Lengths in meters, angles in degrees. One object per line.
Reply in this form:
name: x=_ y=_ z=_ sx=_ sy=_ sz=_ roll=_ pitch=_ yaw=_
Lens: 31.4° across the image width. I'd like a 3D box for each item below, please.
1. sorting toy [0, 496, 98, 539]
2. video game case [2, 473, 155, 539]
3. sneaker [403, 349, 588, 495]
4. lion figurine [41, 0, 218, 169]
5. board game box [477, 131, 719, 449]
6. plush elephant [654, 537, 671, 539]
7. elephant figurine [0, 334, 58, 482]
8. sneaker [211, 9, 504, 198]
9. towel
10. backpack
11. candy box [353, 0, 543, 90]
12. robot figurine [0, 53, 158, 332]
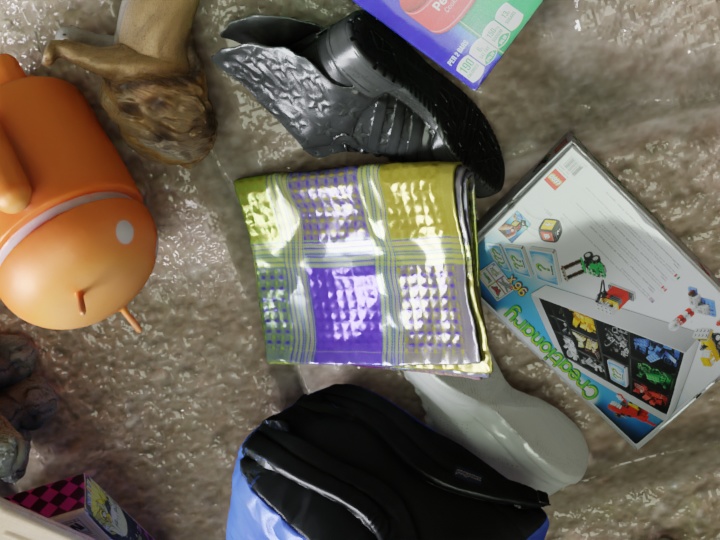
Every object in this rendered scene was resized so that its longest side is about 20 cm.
sorting toy: x=-0.266 y=0.205 z=0.879 sx=0.183 sy=0.037 sz=0.200 roll=-23 pitch=141 yaw=17
video game case: x=-0.254 y=0.235 z=0.979 sx=0.198 sy=0.036 sz=0.182 roll=-18 pitch=139 yaw=11
sneaker: x=0.068 y=0.098 z=0.931 sx=0.200 sy=0.075 sz=0.088 roll=45 pitch=133 yaw=-5
lion figurine: x=-0.134 y=-0.173 z=0.845 sx=0.121 sy=0.073 sz=0.202 roll=16 pitch=107 yaw=-9
board game box: x=0.172 y=0.017 z=0.903 sx=0.200 sy=0.035 sz=0.126 roll=43 pitch=107 yaw=-10
plush elephant: x=0.159 y=0.317 z=0.957 sx=0.153 sy=0.200 sz=0.166 roll=2 pitch=119 yaw=24
elephant figurine: x=-0.301 y=0.113 z=0.890 sx=0.141 sy=0.200 sz=0.156 roll=33 pitch=103 yaw=-6
sneaker: x=0.002 y=-0.106 z=0.861 sx=0.104 sy=0.060 sz=0.200 roll=-23 pitch=128 yaw=37
towel: x=0.000 y=0.000 z=0.869 sx=0.198 sy=0.023 sz=0.146 roll=2 pitch=105 yaw=35
backpack: x=-0.001 y=0.193 z=0.895 sx=0.199 sy=0.162 sz=0.169 roll=36 pitch=130 yaw=26
candy box: x=0.044 y=-0.244 z=0.797 sx=0.199 sy=0.077 sz=0.170 roll=35 pitch=110 yaw=-6
robot figurine: x=-0.207 y=-0.046 z=0.852 sx=0.201 sy=0.116 sz=0.144 roll=58 pitch=145 yaw=19
